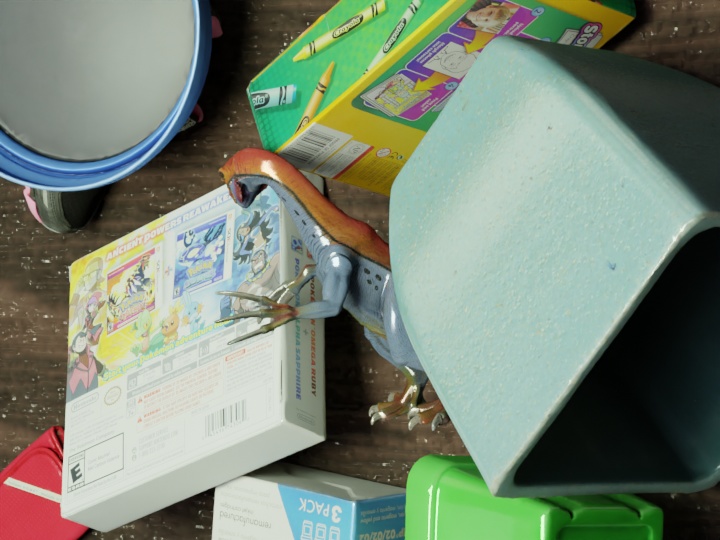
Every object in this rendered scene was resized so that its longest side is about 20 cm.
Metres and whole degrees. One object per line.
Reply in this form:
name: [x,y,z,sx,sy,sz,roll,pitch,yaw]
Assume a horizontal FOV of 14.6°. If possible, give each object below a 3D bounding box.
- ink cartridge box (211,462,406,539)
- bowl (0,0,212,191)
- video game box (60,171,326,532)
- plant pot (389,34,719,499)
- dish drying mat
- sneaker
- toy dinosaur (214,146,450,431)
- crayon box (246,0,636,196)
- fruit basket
ink cartridge box: [-0.033,0.228,1.722,0.115,0.068,0.201,9,98,39]
bowl: [-0.184,-0.151,1.756,0.199,0.039,0.202,2,97,20]
video game box: [-0.105,0.048,1.746,0.199,0.047,0.183,-24,56,37]
plant pot: [0.131,-0.018,1.511,0.197,0.195,0.200,-55,53,27]
dish drying mat: [-0.253,0.191,1.928,0.200,0.018,0.077,-42,68,32]
sneaker: [-0.149,-0.102,1.803,0.095,0.079,0.201,33,114,20]
toy dinosaur: [0.000,0.000,1.619,0.182,0.199,0.105,70,166,-12]
crayon box: [0.045,-0.125,1.604,0.200,0.118,0.059,-39,53,33]
fruit basket: [0.073,0.203,1.566,0.215,0.155,0.217,-6,83,50]
